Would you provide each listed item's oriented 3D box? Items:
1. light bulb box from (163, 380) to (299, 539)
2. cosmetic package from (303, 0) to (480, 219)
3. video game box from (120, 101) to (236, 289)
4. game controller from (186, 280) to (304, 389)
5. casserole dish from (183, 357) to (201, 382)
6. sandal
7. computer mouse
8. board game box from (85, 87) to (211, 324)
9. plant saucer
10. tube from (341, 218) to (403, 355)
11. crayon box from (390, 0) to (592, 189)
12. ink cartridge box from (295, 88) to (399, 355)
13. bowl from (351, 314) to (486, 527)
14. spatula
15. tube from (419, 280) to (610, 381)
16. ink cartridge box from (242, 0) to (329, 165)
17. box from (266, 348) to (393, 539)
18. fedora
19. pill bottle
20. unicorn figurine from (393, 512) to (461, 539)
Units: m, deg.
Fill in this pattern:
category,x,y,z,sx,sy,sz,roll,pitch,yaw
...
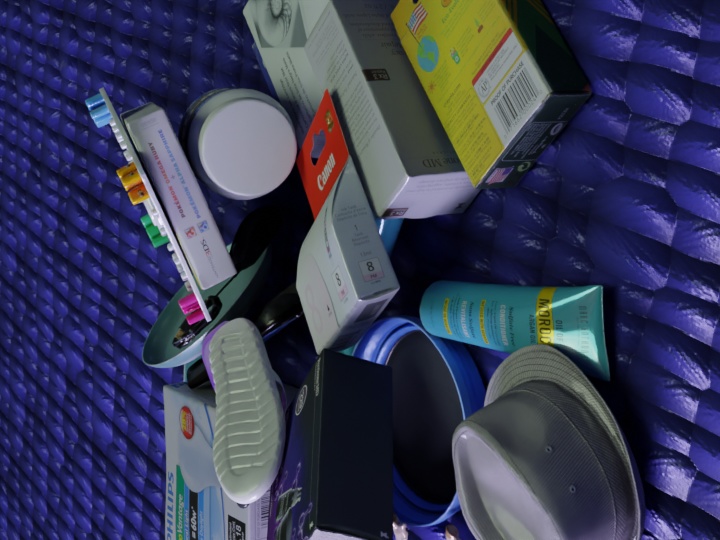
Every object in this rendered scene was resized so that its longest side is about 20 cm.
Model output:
category,x,y,z,sx,sy,sz,roll,pitch,yaw
light bulb box,-0.122,0.231,1.461,0.200,0.124,0.200,11,103,54
cosmetic package,0.033,-0.149,1.195,0.074,0.101,0.201,-54,52,47
video game box,-0.194,-0.084,1.381,0.200,0.047,0.183,-142,30,-75
game controller,-0.113,0.071,1.428,0.042,0.104,0.200,50,134,-3
casserole dish,-0.183,0.167,1.625,0.121,0.039,0.201,21,113,54
sandal,-0.104,0.136,1.301,0.082,0.050,0.204,-25,52,23
computer mouse,-0.150,0.001,1.442,0.034,0.200,0.058,45,151,-21
board game box,-0.224,-0.066,1.378,0.200,0.026,0.201,55,167,52
plant saucer,-0.168,0.038,1.493,0.027,0.201,0.200,45,152,-20
tube,0.000,0.000,1.307,0.078,0.050,0.201,-105,24,-48
crayon box,0.106,-0.187,1.123,0.127,0.051,0.201,-52,53,46
ink cartridge box,-0.034,-0.040,1.221,0.201,0.057,0.163,67,159,14
bowl,0.054,0.142,1.258,0.200,0.039,0.202,13,105,55
spatula,-0.134,0.149,1.344,0.056,0.020,0.201,-36,50,34
tube,0.134,0.043,1.123,0.199,0.050,0.078,7,111,50
ink cartridge box,-0.063,-0.227,1.383,0.200,0.040,0.200,-52,52,47
box,-0.029,0.197,1.219,0.201,0.078,0.141,-89,24,-44
fedora,0.136,0.169,1.065,0.177,0.090,0.201,-41,70,52
pill bottle,-0.128,-0.134,1.375,0.200,0.113,0.115,-147,56,-75
unicorn figurine,0.051,0.292,1.239,0.199,0.074,0.138,23,136,43
